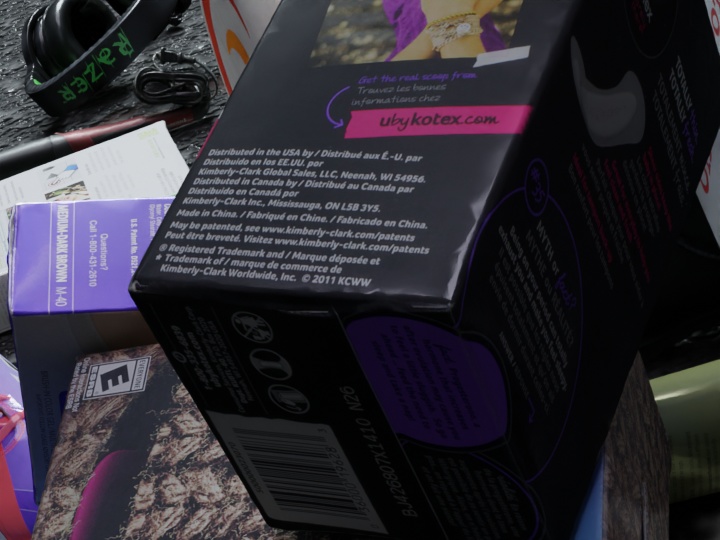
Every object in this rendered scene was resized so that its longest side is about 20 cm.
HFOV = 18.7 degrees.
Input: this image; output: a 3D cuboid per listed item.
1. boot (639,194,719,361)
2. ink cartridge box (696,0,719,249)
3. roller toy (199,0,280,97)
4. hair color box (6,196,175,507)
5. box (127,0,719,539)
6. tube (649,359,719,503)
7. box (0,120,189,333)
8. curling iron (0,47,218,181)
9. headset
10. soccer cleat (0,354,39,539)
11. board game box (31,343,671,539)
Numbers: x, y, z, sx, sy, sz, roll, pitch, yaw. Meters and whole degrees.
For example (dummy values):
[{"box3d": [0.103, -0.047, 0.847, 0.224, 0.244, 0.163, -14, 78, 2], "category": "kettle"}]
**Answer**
[{"box3d": [0.119, -0.049, 0.885, 0.163, 0.201, 0.066, -18, 53, 0], "category": "boot"}, {"box3d": [0.182, -0.014, 0.742, 0.082, 0.146, 0.201, -14, 55, -4], "category": "ink cartridge box"}, {"box3d": [0.006, -0.116, 1.126, 0.139, 0.184, 0.200, -21, 25, -10], "category": "roller toy"}, {"box3d": [-0.029, 0.029, 0.825, 0.198, 0.110, 0.065, -4, 45, -5], "category": "hair color box"}, {"box3d": [0.031, -0.028, 0.677, 0.105, 0.123, 0.201, 4, 50, 28], "category": "box"}, {"box3d": [0.135, 0.057, 0.825, 0.198, 0.059, 0.052, -16, 11, 0], "category": "tube"}, {"box3d": [-0.186, -0.016, 1.231, 0.198, 0.037, 0.144, -20, 25, -7], "category": "box"}, {"box3d": [-0.183, -0.086, 1.366, 0.198, 0.050, 0.026, -23, 4, -2], "category": "curling iron"}, {"box3d": [-0.159, -0.162, 1.465, 0.123, 0.094, 0.201, -37, 24, 19], "category": "headset"}, {"box3d": [-0.168, 0.058, 0.915, 0.068, 0.074, 0.199, -36, 34, -22], "category": "soccer cleat"}, {"box3d": [-0.002, 0.104, 0.725, 0.198, 0.097, 0.160, -10, 45, 17], "category": "board game box"}]
